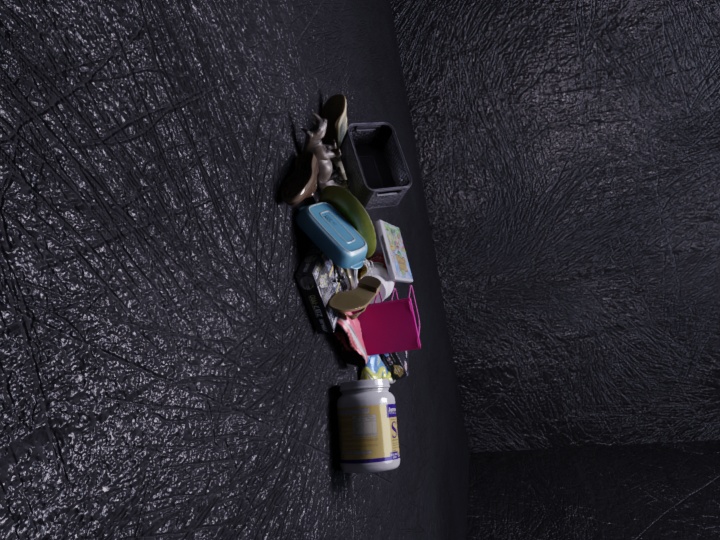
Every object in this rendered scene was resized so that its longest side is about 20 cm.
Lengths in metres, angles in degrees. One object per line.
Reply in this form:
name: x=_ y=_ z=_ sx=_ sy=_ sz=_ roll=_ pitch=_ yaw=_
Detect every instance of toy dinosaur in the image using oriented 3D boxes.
toy dinosaur: x=-0.043 y=-0.018 z=1.266 sx=0.088 sy=0.047 sz=0.204 roll=-75 pitch=155 yaw=-72

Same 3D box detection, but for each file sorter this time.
file sorter: x=0.056 y=0.131 z=1.432 sx=0.126 sy=0.196 sz=0.141 roll=-67 pitch=145 yaw=-66

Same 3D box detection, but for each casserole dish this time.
casserole dish: x=-0.060 y=-0.087 z=1.206 sx=0.200 sy=0.039 sz=0.121 roll=46 pitch=35 yaw=13

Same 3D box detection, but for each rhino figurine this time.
rhino figurine: x=-0.094 y=-0.281 z=1.285 sx=0.060 sy=0.086 sz=0.203 roll=-126 pitch=-161 yaw=-54

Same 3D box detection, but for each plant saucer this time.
plant saucer: x=-0.042 y=-0.110 z=1.295 sx=0.031 sy=0.198 sz=0.203 roll=-35 pitch=124 yaw=-29

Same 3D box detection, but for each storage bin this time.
storage bin: x=0.036 y=-0.273 z=1.384 sx=0.094 sy=0.133 sz=0.203 roll=129 pitch=-51 yaw=-60

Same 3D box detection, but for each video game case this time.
video game case: x=0.107 y=-0.055 z=1.640 sx=0.199 sy=0.022 sz=0.185 roll=9 pitch=66 yaw=-69

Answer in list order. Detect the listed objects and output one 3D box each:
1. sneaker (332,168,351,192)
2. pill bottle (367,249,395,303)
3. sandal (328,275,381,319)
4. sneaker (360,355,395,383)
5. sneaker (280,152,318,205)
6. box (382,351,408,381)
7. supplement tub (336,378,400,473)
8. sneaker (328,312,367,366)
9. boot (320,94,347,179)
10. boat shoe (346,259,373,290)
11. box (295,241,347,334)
sneaker: x=-0.057 y=-0.224 z=1.417 sx=0.201 sy=0.080 sz=0.076 roll=63 pitch=24 yaw=-49
pill bottle: x=0.054 y=0.022 z=1.631 sx=0.201 sy=0.110 sz=0.114 roll=-64 pitch=142 yaw=-64
sandal: x=-0.010 y=0.083 z=1.267 sx=0.211 sy=0.077 sz=0.071 roll=-36 pitch=142 yaw=-57
sneaker: x=0.053 y=0.282 z=1.564 sx=0.200 sy=0.074 sz=0.107 roll=28 pitch=54 yaw=-70
sneaker: x=-0.123 y=-0.190 z=1.190 sx=0.202 sy=0.069 sz=0.076 roll=-78 pitch=155 yaw=-50
box: x=0.086 y=0.210 z=1.637 sx=0.201 sy=0.049 sz=0.200 roll=62 pitch=11 yaw=-7
supplement tub: x=0.016 y=0.366 z=1.264 sx=0.145 sy=0.143 sz=0.204 roll=34 pitch=50 yaw=-69
sneaker: x=-0.017 y=0.166 z=1.342 sx=0.088 sy=0.073 sz=0.202 roll=-64 pitch=145 yaw=-37
boot: x=-0.056 y=-0.379 z=1.517 sx=0.155 sy=0.071 sz=0.204 roll=48 pitch=43 yaw=-61
boat shoe: x=-0.001 y=-0.004 z=1.496 sx=0.202 sy=0.084 sz=0.076 roll=-61 pitch=140 yaw=-65
box: x=-0.085 y=0.024 z=1.257 sx=0.201 sy=0.048 sz=0.163 roll=-74 pitch=153 yaw=-57
